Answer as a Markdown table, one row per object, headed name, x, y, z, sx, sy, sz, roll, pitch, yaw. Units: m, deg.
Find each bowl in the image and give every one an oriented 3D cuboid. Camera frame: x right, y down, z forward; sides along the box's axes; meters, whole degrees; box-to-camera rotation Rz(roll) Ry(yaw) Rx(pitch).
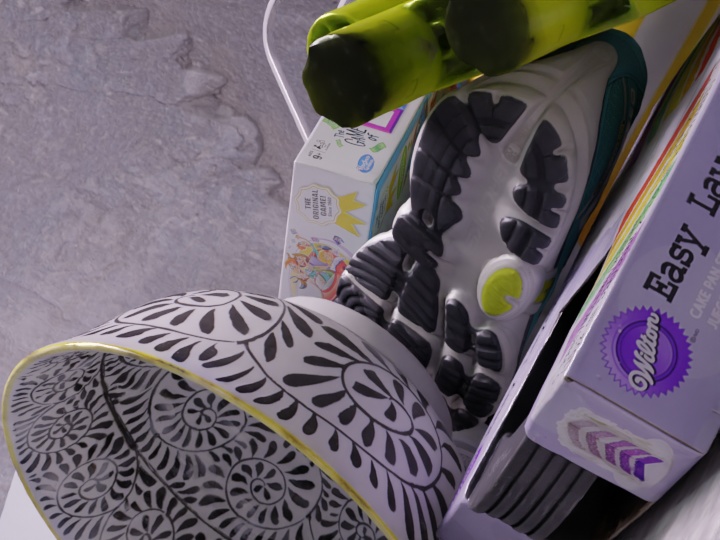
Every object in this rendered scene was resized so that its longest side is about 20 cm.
| name | x | y | z | sx | sy | sz | roll | pitch | yaw |
| --- | --- | --- | --- | --- | --- | --- | --- | --- | --- |
| bowl | -0.026 | 0.072 | 0.886 | 0.094 | 0.200 | 0.201 | -50 | -6 | -32 |

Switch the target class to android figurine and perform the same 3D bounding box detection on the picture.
| name | x | y | z | sx | sy | sz | roll | pitch | yaw |
| --- | --- | --- | --- | --- | --- | --- | --- | --- | --- |
| android figurine | 0.071 | -0.100 | 0.811 | 0.181 | 0.041 | 0.200 | -17 | 9 | 42 |

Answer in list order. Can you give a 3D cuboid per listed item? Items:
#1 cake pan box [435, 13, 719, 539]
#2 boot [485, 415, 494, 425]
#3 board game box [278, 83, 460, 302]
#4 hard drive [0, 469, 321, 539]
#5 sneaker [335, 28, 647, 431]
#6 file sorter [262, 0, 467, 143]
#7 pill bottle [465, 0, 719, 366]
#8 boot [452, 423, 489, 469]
| name | x | y | z | sx | sy | sz | roll | pitch | yaw |
| --- | --- | --- | --- | --- | --- | --- | --- | --- | --- |
| cake pan box | 0.099 | -0.002 | 0.759 | 0.201 | 0.052 | 0.184 | -61 | -3 | -21 |
| boot | -0.019 | 0.148 | 1.112 | 0.162 | 0.073 | 0.199 | -30 | -31 | -46 |
| board game box | 0.000 | 0.000 | 1.010 | 0.135 | 0.034 | 0.201 | -62 | -14 | -49 |
| hard drive | -0.097 | 0.149 | 1.029 | 0.199 | 0.027 | 0.133 | 9 | 80 | 48 |
| sneaker | 0.052 | -0.010 | 0.874 | 0.080 | 0.077 | 0.200 | -39 | -13 | -37 |
| file sorter | 0.068 | -0.123 | 1.219 | 0.199 | 0.125 | 0.139 | -6 | -35 | -31 |
| pill bottle | 0.096 | -0.057 | 0.969 | 0.201 | 0.112 | 0.113 | -62 | -1 | 13 |
| boot | 0.009 | 0.159 | 0.984 | 0.096 | 0.073 | 0.201 | -71 | 0 | -57 |
